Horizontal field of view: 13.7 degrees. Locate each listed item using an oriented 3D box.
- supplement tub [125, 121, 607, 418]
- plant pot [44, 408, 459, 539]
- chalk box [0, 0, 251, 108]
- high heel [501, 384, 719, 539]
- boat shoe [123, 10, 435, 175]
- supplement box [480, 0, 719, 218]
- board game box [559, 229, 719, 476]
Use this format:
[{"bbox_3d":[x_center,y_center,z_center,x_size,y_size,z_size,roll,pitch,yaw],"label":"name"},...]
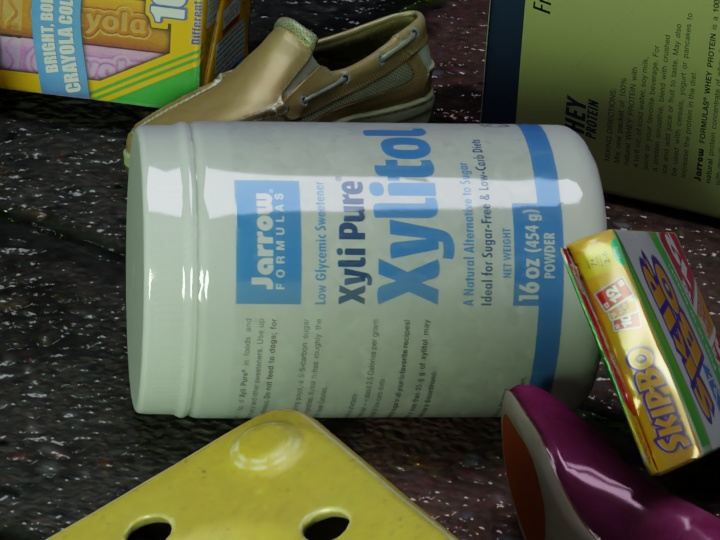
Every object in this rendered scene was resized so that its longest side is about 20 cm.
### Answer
[{"bbox_3d":[0.000,0.000,1.314,0.199,0.132,0.132,0,25,-9],"label":"supplement tub"},{"bbox_3d":[-0.015,0.159,0.832,0.195,0.200,0.194,-29,37,-20],"label":"plant pot"},{"bbox_3d":[-0.166,-0.168,1.641,0.200,0.124,0.125,7,19,10],"label":"chalk box"},{"bbox_3d":[0.125,0.106,1.180,0.096,0.068,0.200,-12,43,-16],"label":"high heel"},{"bbox_3d":[-0.043,-0.097,1.574,0.072,0.076,0.200,25,33,38],"label":"boat shoe"},{"bbox_3d":[0.182,-0.146,1.565,0.199,0.200,0.134,13,26,22],"label":"supplement box"},{"bbox_3d":[0.123,0.031,1.229,0.030,0.096,0.200,-23,-5,15],"label":"board game box"}]
